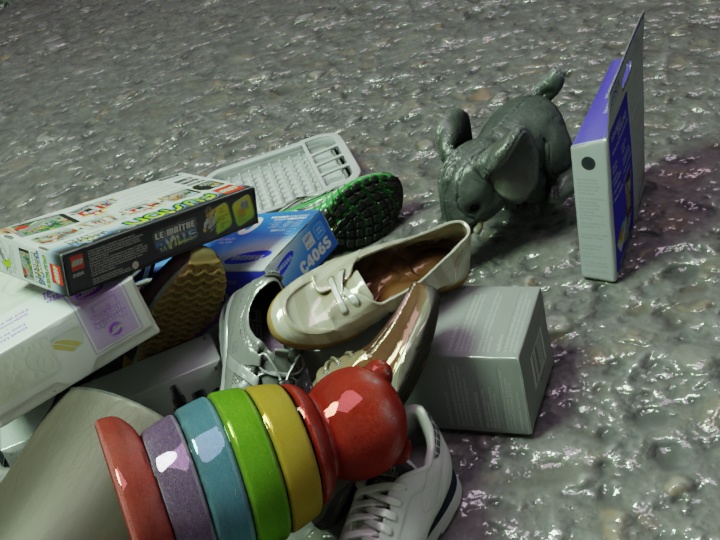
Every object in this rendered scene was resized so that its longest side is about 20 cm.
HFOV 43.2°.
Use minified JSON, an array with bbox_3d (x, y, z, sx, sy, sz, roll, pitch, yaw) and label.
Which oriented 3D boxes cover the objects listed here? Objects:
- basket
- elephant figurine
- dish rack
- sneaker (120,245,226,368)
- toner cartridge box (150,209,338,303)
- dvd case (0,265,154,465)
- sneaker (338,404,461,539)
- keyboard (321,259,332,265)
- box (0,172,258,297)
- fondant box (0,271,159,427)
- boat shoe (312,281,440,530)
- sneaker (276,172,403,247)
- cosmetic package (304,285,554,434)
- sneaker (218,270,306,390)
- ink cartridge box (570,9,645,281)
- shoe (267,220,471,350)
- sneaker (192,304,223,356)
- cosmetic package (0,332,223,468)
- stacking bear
[{"bbox_3d":[-0.216,0.208,0.659,0.177,0.138,0.201,16,45,20],"label":"basket"},{"bbox_3d":[0.135,-0.105,0.950,0.197,0.158,0.141,-14,-12,-42],"label":"elephant figurine"},{"bbox_3d":[-0.101,-0.107,1.183,0.196,0.044,0.172,-18,33,-6],"label":"dish rack"},{"bbox_3d":[-0.186,0.030,0.842,0.074,0.201,0.091,-3,51,-36],"label":"sneaker"},{"bbox_3d":[-0.124,-0.013,0.905,0.197,0.044,0.095,-1,39,43],"label":"toner cartridge box"},{"bbox_3d":[-0.275,0.081,0.884,0.016,0.150,0.201,34,46,5],"label":"dvd case"},{"bbox_3d":[0.011,0.188,0.639,0.075,0.082,0.201,5,41,23],"label":"sneaker"},{"bbox_3d":[0.000,0.000,0.896,0.124,0.021,0.199,-2,2,-27],"label":"keyboard"},{"bbox_3d":[-0.195,-0.037,0.773,0.109,0.036,0.198,14,28,39],"label":"box"},{"bbox_3d":[-0.275,0.036,0.779,0.143,0.059,0.199,-32,31,-21],"label":"fondant box"},{"bbox_3d":[-0.004,0.094,0.697,0.071,0.076,0.203,27,80,14],"label":"boat shoe"},{"bbox_3d":[-0.041,-0.068,1.063,0.196,0.079,0.085,-22,31,-10],"label":"sneaker"},{"bbox_3d":[0.059,0.073,0.796,0.196,0.092,0.107,-1,33,26],"label":"cosmetic package"},{"bbox_3d":[-0.080,0.095,0.752,0.073,0.082,0.204,1,61,-28],"label":"sneaker"},{"bbox_3d":[0.254,-0.129,0.915,0.042,0.204,0.199,6,36,24],"label":"ink cartridge box"},{"bbox_3d":[0.012,0.006,0.759,0.197,0.054,0.071,-21,65,-25],"label":"shoe"},{"bbox_3d":[-0.130,0.018,0.969,0.199,0.076,0.099,-35,37,-29],"label":"sneaker"},{"bbox_3d":[-0.210,0.136,0.812,0.196,0.084,0.051,-23,31,-11],"label":"cosmetic package"},{"bbox_3d":[-0.061,0.124,0.601,0.196,0.124,0.113,-19,0,-19],"label":"stacking bear"}]
